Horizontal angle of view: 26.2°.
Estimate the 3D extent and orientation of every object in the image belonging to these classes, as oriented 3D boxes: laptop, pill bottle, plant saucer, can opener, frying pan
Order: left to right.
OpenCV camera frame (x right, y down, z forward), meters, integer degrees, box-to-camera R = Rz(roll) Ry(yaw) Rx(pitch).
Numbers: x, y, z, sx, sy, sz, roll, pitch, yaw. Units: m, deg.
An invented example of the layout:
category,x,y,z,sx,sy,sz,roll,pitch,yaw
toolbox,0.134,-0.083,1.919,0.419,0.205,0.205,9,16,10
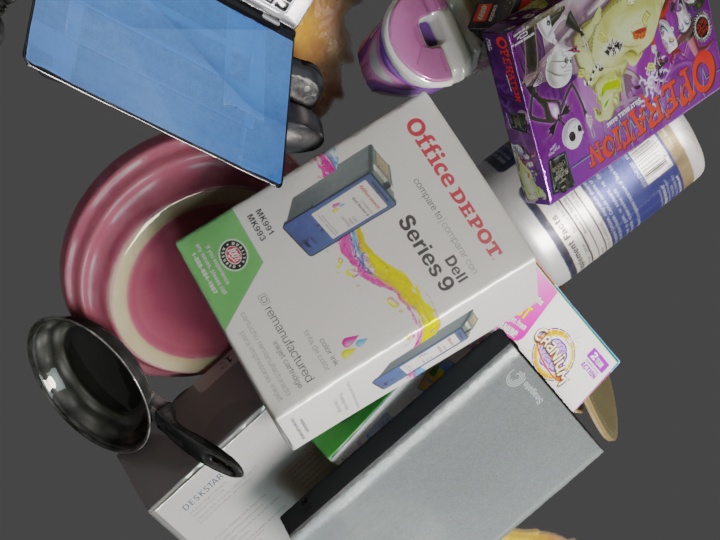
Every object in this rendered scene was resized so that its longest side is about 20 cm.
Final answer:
category,x,y,z,sx,sy,sz,roll,pitch,yaw
frying pan,-0.159,0.079,1.068,0.031,0.188,0.116,-43,123,-40
can opener,-0.115,-0.132,1.019,0.198,0.079,0.064,15,105,-20
plant saucer,-0.113,-0.003,1.106,0.198,0.051,0.203,-13,125,-19
laptop,-0.086,-0.193,0.946,0.186,0.116,0.201,25,107,-31
pill bottle,0.151,-0.058,1.168,0.199,0.111,0.111,-37,130,-1

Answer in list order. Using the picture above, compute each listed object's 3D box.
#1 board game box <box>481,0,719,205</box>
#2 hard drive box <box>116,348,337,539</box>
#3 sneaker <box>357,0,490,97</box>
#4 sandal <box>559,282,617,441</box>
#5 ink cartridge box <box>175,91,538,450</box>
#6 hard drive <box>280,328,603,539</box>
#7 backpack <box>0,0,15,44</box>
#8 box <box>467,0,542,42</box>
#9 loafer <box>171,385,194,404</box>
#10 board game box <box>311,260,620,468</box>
category,x,y,z,sx,sy,sz,roll,pitch,yaw
board game box,0.168,-0.141,1.037,0.199,0.032,0.121,-34,121,-33
hard drive box,-0.055,0.158,1.149,0.156,0.077,0.200,-41,128,-3
sneaker,0.074,-0.170,1.086,0.199,0.088,0.081,-24,89,-35
sandal,0.154,0.068,1.292,0.069,0.078,0.213,-11,135,20
ink cartridge box,0.000,0.000,1.026,0.198,0.146,0.088,-30,160,-5
hard drive,0.059,0.147,1.079,0.200,0.033,0.140,-41,128,3
backpack,-0.318,-0.121,0.861,0.198,0.154,0.192,18,103,-28
box,0.162,-0.219,1.063,0.136,0.037,0.202,31,75,-39
loafer,-0.076,0.163,1.223,0.072,0.063,0.200,-38,130,2
board game box,0.078,0.091,1.116,0.200,0.040,0.153,-46,128,-3
